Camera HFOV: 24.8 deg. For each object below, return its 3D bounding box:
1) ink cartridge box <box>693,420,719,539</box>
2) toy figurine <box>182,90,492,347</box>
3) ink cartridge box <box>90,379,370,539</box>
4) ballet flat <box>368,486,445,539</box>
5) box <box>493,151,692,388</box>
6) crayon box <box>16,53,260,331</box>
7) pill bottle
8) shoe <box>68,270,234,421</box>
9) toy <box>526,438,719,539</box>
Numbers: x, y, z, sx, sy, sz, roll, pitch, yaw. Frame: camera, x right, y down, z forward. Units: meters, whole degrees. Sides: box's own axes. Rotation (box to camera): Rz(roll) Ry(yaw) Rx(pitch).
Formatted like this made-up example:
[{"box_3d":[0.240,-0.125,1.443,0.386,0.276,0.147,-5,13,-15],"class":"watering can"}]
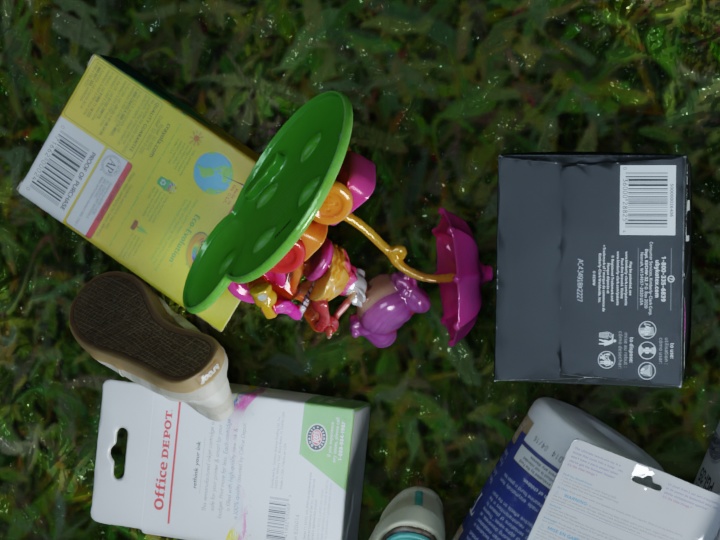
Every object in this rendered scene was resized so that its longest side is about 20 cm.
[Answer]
[{"box_3d":[0.292,0.130,1.109,0.082,0.147,0.202,21,97,-1],"class":"ink cartridge box"},{"box_3d":[0.000,0.000,1.179,0.183,0.151,0.200,32,121,-23],"class":"toy figurine"},{"box_3d":[-0.099,0.146,1.248,0.197,0.067,0.119,7,93,12],"class":"ink cartridge box"},{"box_3d":[0.015,0.239,1.222,0.069,0.069,0.201,31,124,10],"class":"ballet flat"},{"box_3d":[0.163,-0.004,1.112,0.123,0.200,0.151,2,92,12],"class":"box"},{"box_3d":[-0.149,-0.059,1.260,0.199,0.051,0.128,35,100,10],"class":"crayon box"},{"box_3d":[0.124,0.202,1.175,0.110,0.111,0.201,31,98,10],"class":"pill bottle"},{"box_3d":[-0.157,0.058,1.229,0.070,0.054,0.199,-45,39,-13],"class":"shoe"},{"box_3d":[0.151,0.215,1.098,0.114,0.047,0.202,21,101,-7],"class":"toy"}]
